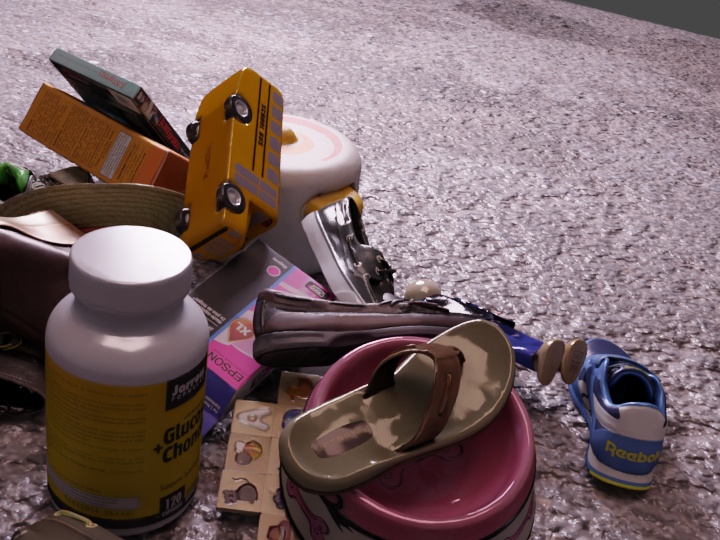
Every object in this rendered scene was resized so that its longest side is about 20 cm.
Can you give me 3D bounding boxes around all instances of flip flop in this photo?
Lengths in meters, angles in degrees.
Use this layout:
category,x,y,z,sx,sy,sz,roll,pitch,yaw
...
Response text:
category,x,y,z,sx,sy,sz,roll,pitch,yaw
flip flop,0.032,0.087,0.697,0.199,0.058,0.081,-22,54,-28

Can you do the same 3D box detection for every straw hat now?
category,x,y,z,sx,sy,sz,roll,pitch,yaw
straw hat,-0.246,-0.010,0.956,0.199,0.201,0.086,-1,72,-18

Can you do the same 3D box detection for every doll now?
category,x,y,z,sx,sy,sz,roll,pitch,yaw
doll,0.118,0.056,0.967,0.199,0.049,0.136,23,11,42

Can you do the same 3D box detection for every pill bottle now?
category,x,y,z,sx,sy,sz,roll,pitch,yaw
pill bottle,-0.164,0.077,0.707,0.111,0.202,0.112,7,28,-4

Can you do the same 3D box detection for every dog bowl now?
category,x,y,z,sx,sy,sz,roll,pitch,yaw
dog bowl,0.041,0.135,0.744,0.198,0.074,0.201,5,45,-5

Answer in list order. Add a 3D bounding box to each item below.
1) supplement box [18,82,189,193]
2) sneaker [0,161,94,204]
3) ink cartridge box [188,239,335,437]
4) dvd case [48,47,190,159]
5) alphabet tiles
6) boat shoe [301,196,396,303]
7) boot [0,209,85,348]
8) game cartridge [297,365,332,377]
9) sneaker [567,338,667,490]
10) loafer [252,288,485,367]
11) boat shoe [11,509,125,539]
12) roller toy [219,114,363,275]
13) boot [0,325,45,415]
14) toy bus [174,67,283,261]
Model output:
category,x,y,z,sx,sy,sz,roll,pitch,yaw
supplement box,-0.283,-0.138,1.121,0.199,0.069,0.066,27,1,23
sneaker,-0.341,-0.075,1.051,0.077,0.086,0.200,17,25,13
ink cartridge box,-0.112,0.054,0.856,0.094,0.037,0.200,35,45,11
dvd case,-0.260,-0.169,1.172,0.145,0.200,0.022,27,75,30
alphabet tiles,-0.006,0.152,0.775,0.198,0.006,0.167,8,46,-3
boat shoe,0.000,0.000,0.932,0.056,0.069,0.201,-34,45,6
boot,-0.252,0.035,0.807,0.167,0.072,0.200,48,28,3
game cartridge,0.043,0.122,0.867,0.198,0.042,0.133,6,24,-7
sneaker,0.235,0.108,0.903,0.073,0.083,0.200,7,26,-1
loafer,0.009,0.040,0.825,0.198,0.072,0.064,-2,67,-9
boat shoe,-0.137,0.205,0.618,0.200,0.073,0.060,18,34,24
roller toy,-0.092,-0.090,1.102,0.180,0.141,0.201,5,29,-7
boot,-0.340,0.048,0.838,0.198,0.070,0.175,10,27,-11
toy bus,-0.119,-0.097,0.949,0.078,0.065,0.202,34,42,-39
